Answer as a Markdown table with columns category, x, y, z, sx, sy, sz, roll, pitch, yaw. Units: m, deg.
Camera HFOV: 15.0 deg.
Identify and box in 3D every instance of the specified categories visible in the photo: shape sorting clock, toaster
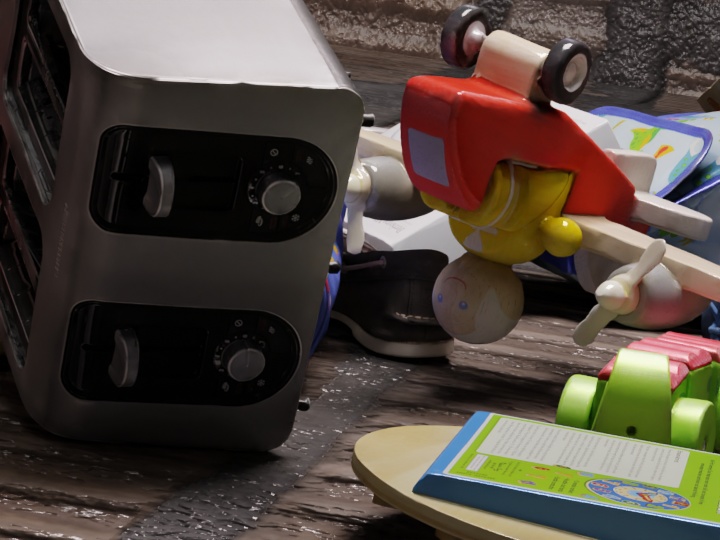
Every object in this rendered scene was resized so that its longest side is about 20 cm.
| category | x | y | z | sx | sy | sz | roll | pitch | yaw |
| --- | --- | --- | --- | --- | --- | --- | --- | --- | --- |
| shape sorting clock | 0.094 | 0.093 | 1.023 | 0.200 | 0.039 | 0.200 | 8 | 8 | -1 |
| toaster | -0.087 | -0.049 | 1.156 | 0.119 | 0.181 | 0.200 | 1 | 33 | -21 |

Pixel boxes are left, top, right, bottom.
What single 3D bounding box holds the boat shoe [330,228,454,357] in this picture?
| category | x | y | z | sx | sy | sz | roll | pitch | yaw |
| --- | --- | --- | --- | --- | --- | --- | --- | --- | --- |
| boat shoe | 0.000 | 0.000 | 1.476 | 0.067 | 0.057 | 0.200 | 1 | 11 | -25 |

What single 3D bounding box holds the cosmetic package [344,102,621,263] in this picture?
| category | x | y | z | sx | sy | sz | roll | pitch | yaw |
| --- | --- | --- | --- | --- | --- | --- | --- | --- | --- |
| cosmetic package | 0.056 | -0.050 | 1.639 | 0.151 | 0.052 | 0.200 | -32 | 20 | -11 |

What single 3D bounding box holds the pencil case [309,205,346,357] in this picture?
| category | x | y | z | sx | sy | sz | roll | pitch | yaw |
| --- | --- | --- | --- | --- | --- | --- | --- | --- | --- |
| pencil case | -0.051 | -0.014 | 1.354 | 0.078 | 0.087 | 0.200 | -35 | 13 | 12 |

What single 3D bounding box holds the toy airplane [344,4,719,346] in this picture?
| category | x | y | z | sx | sy | sz | roll | pitch | yaw |
| --- | --- | --- | --- | --- | --- | --- | --- | --- | --- |
| toy airplane | 0.083 | -0.025 | 1.339 | 0.199 | 0.141 | 0.200 | 29 | -8 | -11 |

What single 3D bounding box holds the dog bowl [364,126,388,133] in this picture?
| category | x | y | z | sx | sy | sz | roll | pitch | yaw |
| --- | --- | --- | --- | --- | --- | --- | --- | --- | --- |
| dog bowl | -0.003 | -0.064 | 1.882 | 0.200 | 0.059 | 0.200 | 7 | 8 | -1 |

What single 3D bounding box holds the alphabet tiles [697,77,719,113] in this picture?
| category | x | y | z | sx | sy | sz | roll | pitch | yaw |
| --- | --- | --- | --- | --- | --- | --- | --- | --- | --- |
| alphabet tiles | 0.283 | -0.060 | 1.745 | 0.006 | 0.166 | 0.200 | -35 | -4 | -13 |

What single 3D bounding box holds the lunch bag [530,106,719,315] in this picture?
| category | x | y | z | sx | sy | sz | roll | pitch | yaw |
| --- | --- | --- | --- | --- | --- | --- | --- | --- | --- |
| lunch bag | 0.190 | -0.032 | 1.667 | 0.200 | 0.128 | 0.170 | -10 | 14 | -20 |

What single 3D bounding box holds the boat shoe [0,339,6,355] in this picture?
| category | x | y | z | sx | sy | sz | roll | pitch | yaw |
| --- | --- | --- | --- | --- | --- | --- | --- | --- | --- |
| boat shoe | -0.156 | 0.000 | 1.319 | 0.072 | 0.065 | 0.200 | 9 | 8 | 18 |

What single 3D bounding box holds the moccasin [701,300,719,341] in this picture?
| category | x | y | z | sx | sy | sz | roll | pitch | yaw |
| --- | --- | --- | --- | --- | --- | --- | --- | --- | --- |
| moccasin | 0.207 | 0.038 | 1.409 | 0.068 | 0.081 | 0.200 | 4 | -7 | 17 |

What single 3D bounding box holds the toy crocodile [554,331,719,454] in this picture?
| category | x | y | z | sx | sy | sz | roll | pitch | yaw |
| --- | --- | --- | --- | --- | --- | --- | --- | --- | --- |
| toy crocodile | 0.137 | 0.055 | 1.228 | 0.067 | 0.062 | 0.200 | 11 | 9 | 20 |
